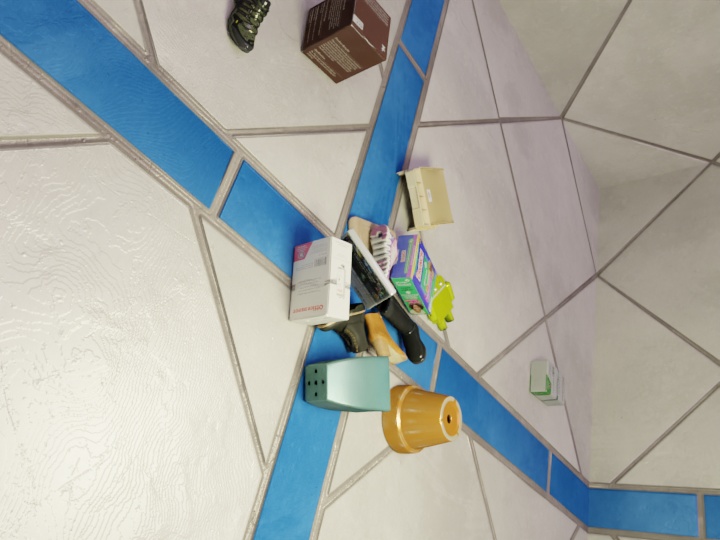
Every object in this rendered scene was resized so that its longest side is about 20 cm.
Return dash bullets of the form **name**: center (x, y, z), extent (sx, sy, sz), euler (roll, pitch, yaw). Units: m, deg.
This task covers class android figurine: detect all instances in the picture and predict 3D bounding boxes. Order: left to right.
- **android figurine**: center (0.270, 0.100, 2.109), extent (0.182, 0.041, 0.203), euler (-36, 111, -50)

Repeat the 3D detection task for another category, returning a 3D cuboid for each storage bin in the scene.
- **storage bin**: center (0.221, -0.245, 2.088), extent (0.197, 0.093, 0.204), euler (-10, 89, -52)

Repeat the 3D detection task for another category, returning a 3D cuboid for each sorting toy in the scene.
- **sorting toy**: center (0.034, -0.052, 1.847), extent (0.198, 0.036, 0.189), euler (13, 71, -46)

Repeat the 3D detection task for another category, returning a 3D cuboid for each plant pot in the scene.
- **plant pot**: center (-0.040, 0.293, 1.578), extent (0.198, 0.140, 0.144), euler (13, 71, -42)
- **plant pot**: center (0.193, 0.438, 1.802), extent (0.199, 0.181, 0.204), euler (18, 67, -49)

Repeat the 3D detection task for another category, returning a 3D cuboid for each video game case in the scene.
- **video game case**: center (0.000, 0.000, 1.628), extent (0.023, 0.182, 0.201), euler (-34, 89, -25)

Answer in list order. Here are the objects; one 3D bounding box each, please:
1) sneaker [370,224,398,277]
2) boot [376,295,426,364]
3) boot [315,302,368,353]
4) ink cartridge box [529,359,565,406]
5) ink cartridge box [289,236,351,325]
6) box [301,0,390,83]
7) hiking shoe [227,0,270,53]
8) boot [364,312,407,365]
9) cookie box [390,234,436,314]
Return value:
- **sneaker**: center (0.074, -0.030, 1.806), extent (0.088, 0.079, 0.203), euler (33, 56, -47)
- **boot**: center (0.123, 0.169, 1.837), extent (0.201, 0.065, 0.166), euler (54, 13, -39)
- **boot**: center (-0.038, 0.175, 1.663), extent (0.199, 0.077, 0.141), euler (-16, 99, -52)
- **ink cartridge box**: center (0.832, 0.502, 2.700), extent (0.199, 0.082, 0.149), euler (38, 53, -40)
- **ink cartridge box**: center (-0.102, 0.031, 1.552), extent (0.082, 0.145, 0.204), euler (19, 67, -45)
- **box**: center (-0.040, -0.687, 1.772), extent (0.165, 0.198, 0.167), euler (31, 57, -44)
- **hiking shoe**: center (-0.276, -0.652, 1.536), extent (0.075, 0.100, 0.204), euler (16, 68, -48)
- **boot**: center (0.075, 0.200, 1.809), extent (0.201, 0.070, 0.146), euler (35, 34, -63)
- **cookie box**: center (0.172, 0.015, 1.934), extent (0.201, 0.074, 0.173), euler (57, 37, -44)
